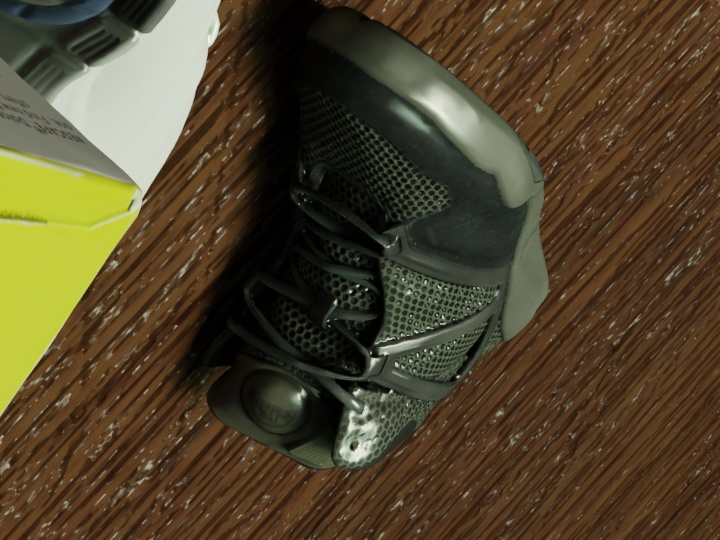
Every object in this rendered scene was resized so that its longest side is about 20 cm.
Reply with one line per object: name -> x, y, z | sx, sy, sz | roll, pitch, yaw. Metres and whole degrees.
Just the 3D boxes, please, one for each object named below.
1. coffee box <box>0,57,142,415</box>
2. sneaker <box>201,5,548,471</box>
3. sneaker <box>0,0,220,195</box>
coffee box -> -0.197, -0.002, 0.431 | 0.200, 0.198, 0.200 | -54, 154, 10
sneaker -> 0.000, 0.000, 0.889 | 0.114, 0.076, 0.200 | -50, 161, -14
sneaker -> -0.070, -0.067, 0.714 | 0.087, 0.074, 0.200 | -35, 160, -53
